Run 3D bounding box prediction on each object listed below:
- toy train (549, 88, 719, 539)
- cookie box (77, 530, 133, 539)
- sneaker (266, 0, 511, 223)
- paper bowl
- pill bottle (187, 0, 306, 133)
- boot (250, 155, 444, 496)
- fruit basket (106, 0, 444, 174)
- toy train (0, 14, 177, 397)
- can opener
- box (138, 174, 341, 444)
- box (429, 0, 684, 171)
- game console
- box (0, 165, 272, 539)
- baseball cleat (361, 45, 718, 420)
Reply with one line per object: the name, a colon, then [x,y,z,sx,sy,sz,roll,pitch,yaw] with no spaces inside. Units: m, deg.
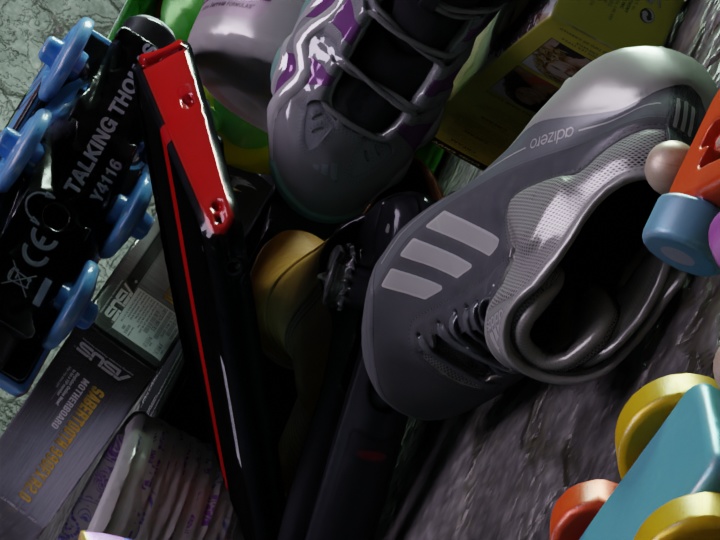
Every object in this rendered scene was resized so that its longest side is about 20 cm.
toy train: [0.089,0.023,0.451,0.201,0.055,0.150,-63,7,-18]
cookie box: [-0.079,0.214,0.619,0.201,0.075,0.171,-60,31,20]
sneaker: [0.024,-0.109,0.790,0.201,0.077,0.140,-65,8,2]
paper bowl: [-0.111,0.179,0.983,0.202,0.104,0.201,-61,9,17]
pill bottle: [0.007,-0.161,0.935,0.201,0.112,0.112,-65,9,-15]
boot: [-0.001,0.000,0.951,0.202,0.070,0.145,-96,26,-53]
fruit basket: [-0.039,-0.119,1.099,0.156,0.214,0.216,-64,9,-5]
toy train: [-0.149,-0.033,0.970,0.114,0.086,0.201,-32,30,61]
can opener: [0.002,0.063,0.802,0.063,0.078,0.202,-127,54,-77]
box: [-0.064,0.045,1.181,0.201,0.078,0.141,-60,13,21]
box: [0.081,-0.101,0.854,0.076,0.050,0.200,-65,8,-15]
game console: [-0.060,0.017,0.878,0.177,0.031,0.201,-118,17,-54]
box: [-0.130,0.040,1.077,0.159,0.048,0.200,-53,5,32]
baseball cleat: [0.047,0.009,0.668,0.200,0.069,0.107,-56,11,45]
